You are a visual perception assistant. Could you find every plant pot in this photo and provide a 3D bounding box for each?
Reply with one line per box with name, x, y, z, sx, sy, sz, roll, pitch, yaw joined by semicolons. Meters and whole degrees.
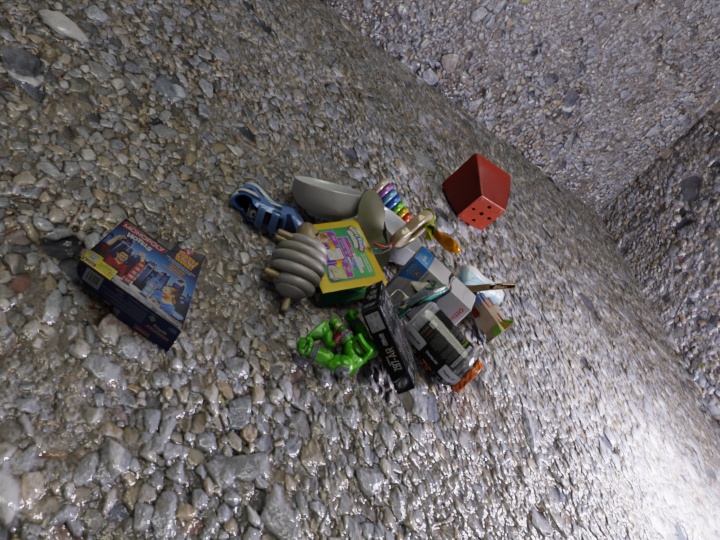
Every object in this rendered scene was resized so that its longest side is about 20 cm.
plant pot;0.448;-0.279;2.320;0.197;0.199;0.180;24;45;-28

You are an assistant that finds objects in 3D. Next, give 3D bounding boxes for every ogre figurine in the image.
ogre figurine;-0.036;0.156;1.272;0.120;0.099;0.199;41;14;18

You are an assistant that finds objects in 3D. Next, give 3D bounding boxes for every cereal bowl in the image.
cereal bowl;0.086;-0.087;1.719;0.199;0.083;0.201;38;20;-16
cereal bowl;-0.085;-0.180;1.592;0.194;0.086;0.200;13;13;-3

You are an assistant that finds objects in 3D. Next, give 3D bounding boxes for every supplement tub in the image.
supplement tub;0.198;0.188;1.489;0.201;0.123;0.122;48;30;8

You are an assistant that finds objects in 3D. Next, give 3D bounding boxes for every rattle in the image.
rattle;0.131;-0.054;1.514;0.199;0.129;0.145;-34;95;-41

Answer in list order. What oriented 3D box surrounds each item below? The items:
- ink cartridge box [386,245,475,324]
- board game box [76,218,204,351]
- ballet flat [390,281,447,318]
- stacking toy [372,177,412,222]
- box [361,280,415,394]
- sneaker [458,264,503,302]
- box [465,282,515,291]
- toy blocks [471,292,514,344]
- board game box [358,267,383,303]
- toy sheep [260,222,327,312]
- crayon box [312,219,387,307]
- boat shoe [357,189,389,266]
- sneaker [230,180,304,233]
ink cartridge box;0.181;0.063;1.601;0.199;0.145;0.084;42;31;-1
board game box;-0.368;0.010;1.087;0.198;0.062;0.201;38;29;-10
ballet flat;0.121;0.066;1.499;0.197;0.075;0.075;-30;68;-14
stacking toy;0.116;-0.188;1.906;0.200;0.085;0.085;48;30;0
box;0.065;0.143;1.345;0.161;0.043;0.204;-76;144;-71
sneaker;0.374;0.066;1.928;0.198;0.073;0.084;33;60;-27
box;0.320;0.052;1.754;0.161;0.196;0.022;-1;86;-50
toy blocks;0.368;0.126;1.789;0.138;0.099;0.199;54;18;12
board game box;0.000;0.000;1.571;0.134;0.035;0.203;28;33;-25
toy sheep;-0.139;-0.008;1.322;0.136;0.137;0.205;25;76;-27
crayon box;-0.053;-0.022;1.455;0.168;0.059;0.203;-8;54;-27
boat shoe;0.031;-0.112;1.559;0.063;0.072;0.206;-113;-170;-62
sneaker;-0.217;-0.129;1.421;0.198;0.075;0.082;33;30;14
